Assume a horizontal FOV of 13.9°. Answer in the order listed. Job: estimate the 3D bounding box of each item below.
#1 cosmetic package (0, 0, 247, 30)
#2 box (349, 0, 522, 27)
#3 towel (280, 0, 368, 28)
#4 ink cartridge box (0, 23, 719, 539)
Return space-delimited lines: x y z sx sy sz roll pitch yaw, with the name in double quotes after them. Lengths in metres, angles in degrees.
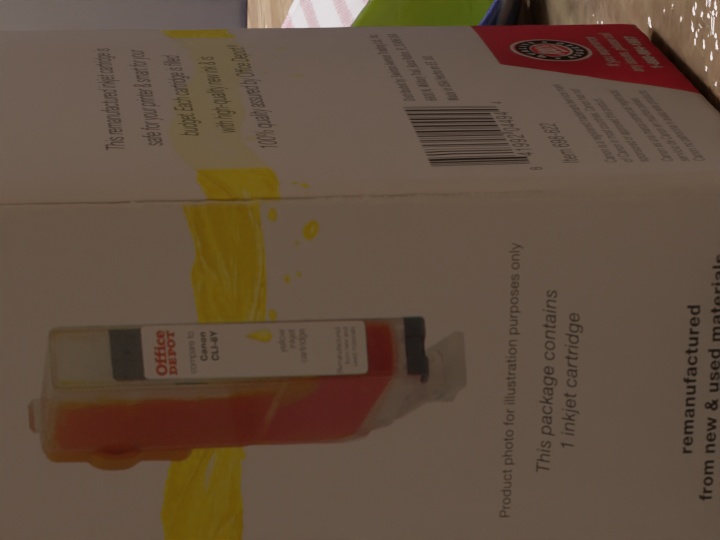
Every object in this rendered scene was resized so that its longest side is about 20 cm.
-0.079 -0.082 0.954 0.108 0.084 0.201 126 144 -82 "cosmetic package"
0.000 0.000 0.915 0.122 0.047 0.201 -57 -17 -36 "box"
-0.021 -0.032 1.056 0.201 0.030 0.146 -62 18 18 "towel"
-0.023 0.000 0.651 0.145 0.199 0.084 -109 20 -71 "ink cartridge box"
